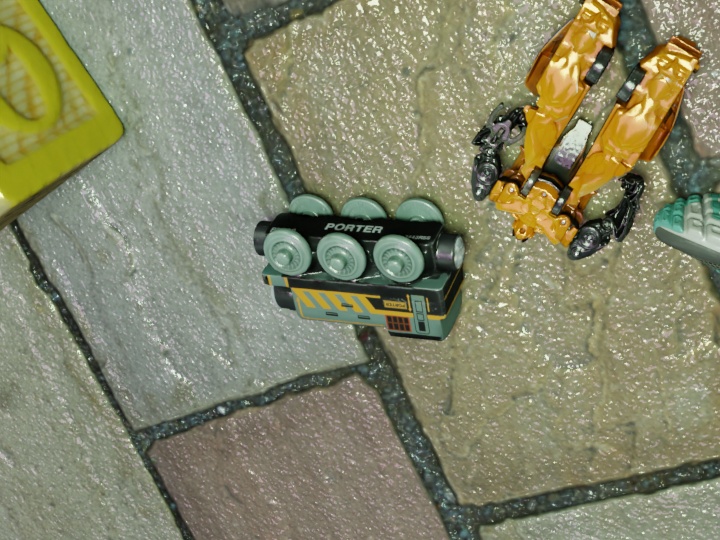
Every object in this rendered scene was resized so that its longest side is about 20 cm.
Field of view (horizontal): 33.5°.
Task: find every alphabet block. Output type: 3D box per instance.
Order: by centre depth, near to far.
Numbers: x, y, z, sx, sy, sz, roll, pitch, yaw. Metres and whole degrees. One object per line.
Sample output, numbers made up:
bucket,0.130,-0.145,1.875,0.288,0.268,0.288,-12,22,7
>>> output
alphabet block,-0.373,-0.126,1.083,0.198,0.197,0.197,-28,103,31

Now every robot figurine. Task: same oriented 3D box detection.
robot figurine,0.173,-0.107,0.936,0.144,0.058,0.202,33,122,6

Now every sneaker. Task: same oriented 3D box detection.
sneaker,0.317,0.007,0.922,0.197,0.078,0.092,20,125,15

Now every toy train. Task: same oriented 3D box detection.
toy train,0.000,0.000,1.053,0.197,0.086,0.116,4,125,22
